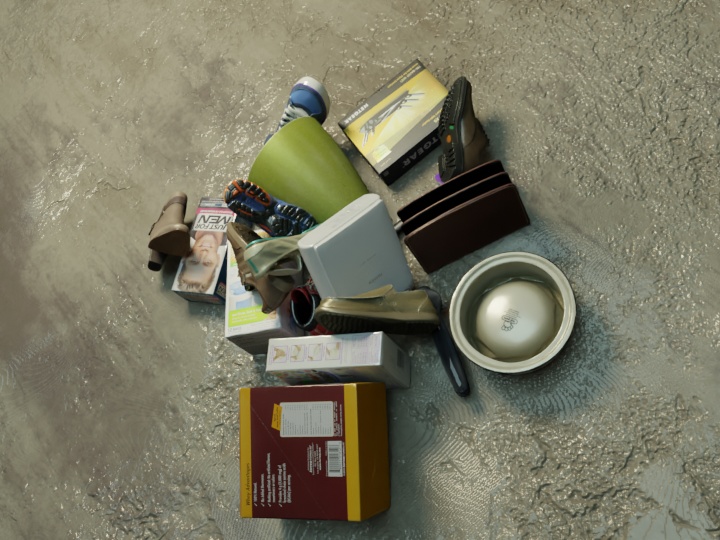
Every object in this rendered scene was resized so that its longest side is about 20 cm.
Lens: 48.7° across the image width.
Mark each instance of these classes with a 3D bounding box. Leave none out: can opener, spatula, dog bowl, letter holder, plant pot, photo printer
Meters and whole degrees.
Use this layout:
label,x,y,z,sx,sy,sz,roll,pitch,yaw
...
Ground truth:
label,x,y,z,sx,sy,sz,roll,pitch,yaw
can opener,0.130,0.113,1.298,0.078,0.063,0.201,-30,69,11
spatula,0.119,-0.124,1.430,0.200,0.021,0.057,-44,40,3
dog bowl,0.244,0.075,1.257,0.198,0.074,0.202,-9,65,19
letter holder,0.163,-0.104,1.332,0.199,0.142,0.101,-27,59,10
plant pot,-0.071,-0.143,1.443,0.200,0.187,0.187,41,87,17
photo printer,0.000,0.000,1.314,0.166,0.201,0.069,-36,30,-26

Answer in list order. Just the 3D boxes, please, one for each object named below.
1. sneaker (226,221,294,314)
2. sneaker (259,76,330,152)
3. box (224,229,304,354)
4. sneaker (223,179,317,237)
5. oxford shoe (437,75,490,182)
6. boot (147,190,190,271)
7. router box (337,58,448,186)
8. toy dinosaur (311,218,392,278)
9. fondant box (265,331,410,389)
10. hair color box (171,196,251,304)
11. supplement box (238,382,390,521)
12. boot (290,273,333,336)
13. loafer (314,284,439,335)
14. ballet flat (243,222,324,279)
label,x,y,z,sx,sy,sz,roll,pitch,yaw
sneaker,-0.190,-0.008,1.363,0.076,0.070,0.200,-56,47,15
sneaker,-0.130,-0.255,1.498,0.080,0.200,0.147,31,64,-1
box,-0.171,0.035,1.435,0.112,0.101,0.202,-11,63,18
sneaker,-0.148,-0.095,1.381,0.076,0.199,0.078,-54,17,-2
oxford shoe,0.186,-0.244,1.406,0.084,0.073,0.202,8,78,-21
boot,-0.365,-0.092,1.547,0.200,0.070,0.147,-34,38,48
router box,0.079,-0.280,1.501,0.200,0.052,0.158,-39,59,2
toy dinosaur,-0.016,-0.017,1.385,0.200,0.102,0.058,-41,30,-29
fondant box,-0.034,0.152,1.297,0.198,0.144,0.059,-6,66,20
hair color box,-0.283,-0.040,1.542,0.099,0.061,0.202,4,69,25
supplement box,-0.071,0.277,1.236,0.198,0.133,0.199,-5,81,21
boot,-0.075,0.021,1.376,0.072,0.144,0.202,-12,62,19
loafer,0.025,0.062,1.255,0.198,0.076,0.068,5,58,-13
ballet flat,-0.101,-0.029,1.311,0.199,0.070,0.069,-18,48,-38
